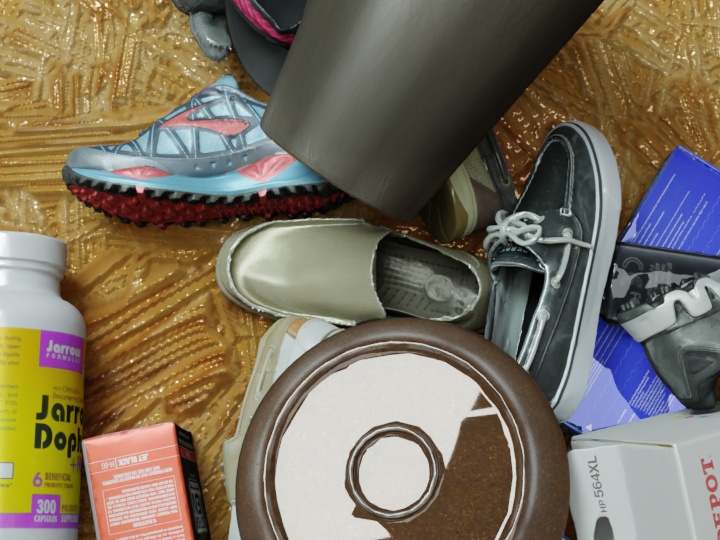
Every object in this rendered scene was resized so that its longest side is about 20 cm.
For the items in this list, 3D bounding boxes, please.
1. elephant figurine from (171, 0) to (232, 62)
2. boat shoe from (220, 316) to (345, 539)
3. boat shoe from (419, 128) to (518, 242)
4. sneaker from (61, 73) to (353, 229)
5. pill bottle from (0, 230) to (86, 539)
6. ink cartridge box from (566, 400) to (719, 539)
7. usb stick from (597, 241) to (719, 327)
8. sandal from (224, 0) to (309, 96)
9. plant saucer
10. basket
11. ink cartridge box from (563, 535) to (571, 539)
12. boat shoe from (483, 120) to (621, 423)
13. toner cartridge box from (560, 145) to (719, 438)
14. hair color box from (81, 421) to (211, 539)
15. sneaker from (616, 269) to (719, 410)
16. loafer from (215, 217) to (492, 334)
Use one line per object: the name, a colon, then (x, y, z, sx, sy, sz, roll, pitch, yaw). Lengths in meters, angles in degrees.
elephant figurine: (-0.061, -0.272, 0.861, 0.198, 0.156, 0.142, -28, 37, -10)
boat shoe: (-0.052, 0.129, 0.820, 0.068, 0.075, 0.202, 17, 87, 33)
boat shoe: (0.054, -0.117, 0.865, 0.065, 0.072, 0.203, -8, 71, -25)
sneaker: (-0.103, -0.083, 0.861, 0.197, 0.079, 0.097, -2, 73, -9)
pill bottle: (-0.230, 0.081, 0.810, 0.103, 0.104, 0.203, 0, 79, 1)
ink cartridge box: (0.227, 0.146, 0.744, 0.197, 0.125, 0.130, -12, 87, -19)
usb stick: (0.249, 0.021, 0.805, 0.197, 0.033, 0.056, 8, 87, 1)
sandal: (-0.057, -0.191, 0.796, 0.074, 0.045, 0.202, -21, 111, -8)
plant saucer: (0.020, 0.118, 0.720, 0.197, 0.035, 0.203, -4, 69, 10)
basket: (0.037, -0.142, 0.760, 0.179, 0.136, 0.201, 34, 100, 15)
ink cartridge box: (0.031, 0.223, 0.794, 0.136, 0.076, 0.201, 32, 83, 7)
boat shoe: (0.111, -0.008, 0.797, 0.068, 0.073, 0.202, 21, 75, -32)
toner cartridge box: (0.197, 0.027, 0.842, 0.094, 0.043, 0.201, 32, 82, 7)
hair color box: (-0.121, 0.202, 0.787, 0.060, 0.102, 0.203, -11, 80, -3)
sneaker: (0.260, 0.022, 0.757, 0.198, 0.066, 0.091, -25, 84, 0)
loafer: (0.000, 0.000, 0.838, 0.197, 0.068, 0.077, 5, 79, 2)
